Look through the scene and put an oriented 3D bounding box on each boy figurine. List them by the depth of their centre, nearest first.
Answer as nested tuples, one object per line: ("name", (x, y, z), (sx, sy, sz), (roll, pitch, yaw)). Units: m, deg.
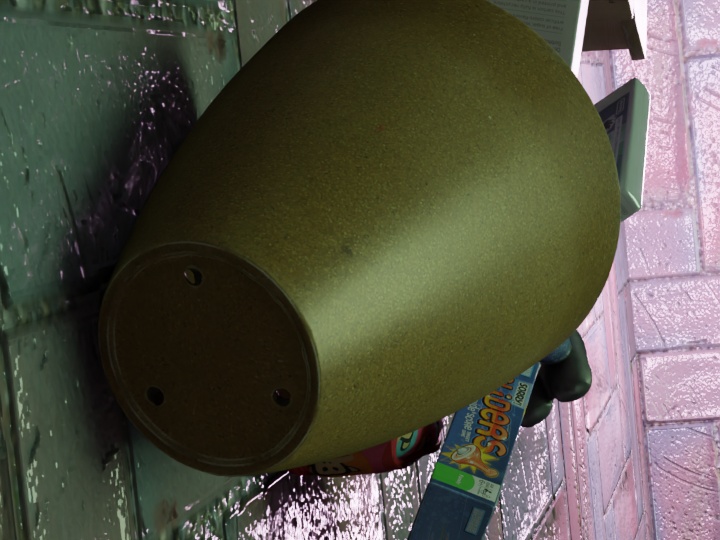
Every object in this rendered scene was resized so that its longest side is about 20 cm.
("boy figurine", (0.073, 0.035, 1.256), (0.200, 0.124, 0.065), (31, 34, -52))

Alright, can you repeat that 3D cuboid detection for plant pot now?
("plant pot", (-0.016, -0.003, 0.800), (0.200, 0.186, 0.187), (-39, 124, -57))

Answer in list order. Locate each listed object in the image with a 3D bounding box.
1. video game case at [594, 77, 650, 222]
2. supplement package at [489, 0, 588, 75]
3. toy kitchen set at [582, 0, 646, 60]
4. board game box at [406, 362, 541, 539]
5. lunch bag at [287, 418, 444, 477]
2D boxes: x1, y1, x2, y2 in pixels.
("video game case", (0.118, -0.043, 1.373), (0.023, 0.182, 0.200), (49, 24, -15))
("supplement package", (0.073, -0.120, 1.216), (0.117, 0.117, 0.201), (-65, 163, -68))
("toy kitchen set", (0.109, -0.262, 1.394), (0.200, 0.162, 0.181), (57, 34, -65))
("board game box", (0.037, 0.154, 1.029), (0.135, 0.034, 0.201), (-63, 172, -58))
("lunch bag", (0.000, 0.000, 1.018), (0.176, 0.082, 0.201), (-2, 87, -78))
